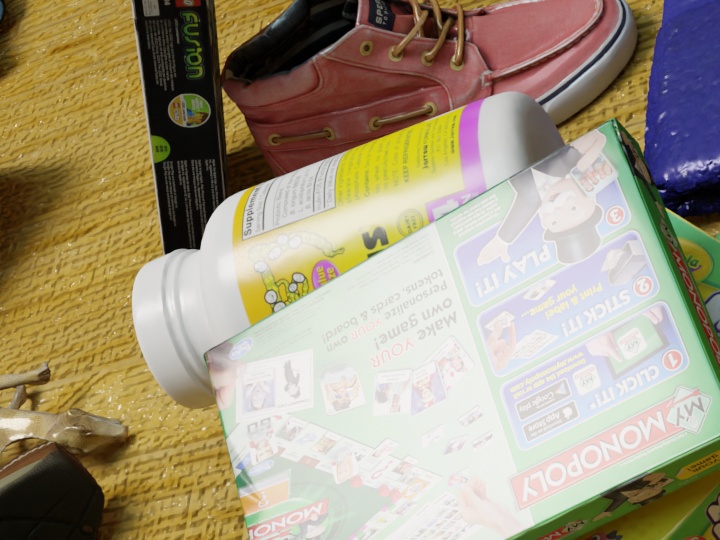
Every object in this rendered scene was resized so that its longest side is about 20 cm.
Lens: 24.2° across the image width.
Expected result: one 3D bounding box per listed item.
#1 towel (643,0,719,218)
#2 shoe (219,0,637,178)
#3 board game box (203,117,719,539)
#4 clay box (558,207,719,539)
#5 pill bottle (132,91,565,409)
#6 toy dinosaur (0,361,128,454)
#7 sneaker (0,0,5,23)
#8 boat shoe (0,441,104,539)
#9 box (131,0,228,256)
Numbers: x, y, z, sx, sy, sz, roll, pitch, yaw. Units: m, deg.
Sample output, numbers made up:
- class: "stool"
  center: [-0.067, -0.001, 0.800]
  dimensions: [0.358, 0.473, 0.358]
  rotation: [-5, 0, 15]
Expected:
- class: "towel"
  center: [0.203, -0.116, 0.753]
  dimensions: [0.147, 0.050, 0.201]
  rotation: [-15, 47, 35]
- class: "shoe"
  center: [0.033, -0.105, 0.824]
  dimensions: [0.199, 0.091, 0.072]
  rotation: [-23, 43, 12]
- class: "board game box"
  center: [0.037, 0.048, 0.641]
  dimensions: [0.199, 0.029, 0.135]
  rotation: [-29, 59, 21]
- class: "clay box"
  center: [0.114, 0.059, 0.659]
  dimensions: [0.200, 0.048, 0.115]
  rotation: [-47, 43, -6]
- class: "pill bottle"
  center: [0.000, 0.000, 0.751]
  dimensions: [0.199, 0.104, 0.105]
  rotation: [-20, 45, 22]
- class: "toy dinosaur"
  center: [-0.219, 0.094, 0.849]
  dimensions: [0.199, 0.058, 0.101]
  rotation: [-26, 32, 2]
- class: "sneaker"
  center: [-0.278, -0.195, 1.160]
  dimensions: [0.072, 0.072, 0.201]
  rotation: [2, 40, -6]
- class: "boat shoe"
  center: [-0.211, 0.156, 0.791]
  dimensions: [0.200, 0.076, 0.074]
  rotation: [-45, 39, -7]
- class: "box"
  center: [-0.088, -0.097, 0.832]
  dimensions: [0.034, 0.201, 0.111]
  rotation: [-4, 46, -3]
